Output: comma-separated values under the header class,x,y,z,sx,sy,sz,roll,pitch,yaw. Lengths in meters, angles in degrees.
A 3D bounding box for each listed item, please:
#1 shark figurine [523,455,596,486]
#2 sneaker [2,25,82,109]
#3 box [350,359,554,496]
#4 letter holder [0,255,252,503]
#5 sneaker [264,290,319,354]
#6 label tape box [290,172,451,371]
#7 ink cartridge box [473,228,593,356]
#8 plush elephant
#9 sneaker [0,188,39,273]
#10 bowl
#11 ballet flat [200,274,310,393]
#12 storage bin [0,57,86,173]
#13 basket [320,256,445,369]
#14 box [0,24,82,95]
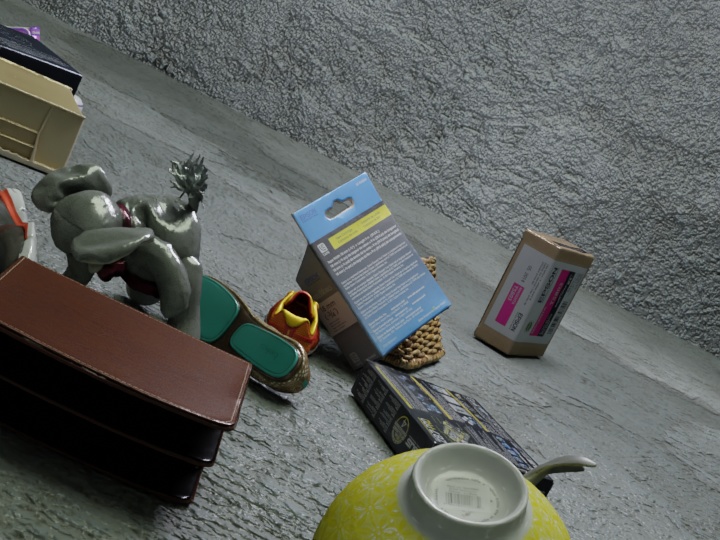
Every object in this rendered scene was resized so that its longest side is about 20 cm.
class,x,y,z,sx,sy,sz,roll,pitch,yaw
shark figurine,0.118,0.238,0.968,0.128,0.215,0.090,1,-37,13
sneaker,-0.553,-0.352,2.117,0.200,0.114,0.073,28,9,-2
box,0.096,0.178,1.340,0.161,0.049,0.200,23,11,-28
letter holder,-0.194,0.091,0.904,0.200,0.101,0.142,26,12,-6
sneaker,-0.071,0.058,1.431,0.073,0.077,0.200,24,9,-7
label tape box,0.000,0.000,1.514,0.144,0.063,0.200,-32,89,-42
ink cartridge box,0.291,0.041,2.065,0.075,0.200,0.165,31,12,28
plush elephant,-0.239,-0.023,1.213,0.154,0.200,0.165,0,31,-28
sneaker,-0.352,-0.018,1.178,0.082,0.077,0.200,-7,23,-21
bowl,0.065,0.184,0.851,0.200,0.108,0.200,7,34,-5
ballet flat,-0.127,0.072,1.303,0.200,0.071,0.065,37,-13,33
storage bin,-0.496,-0.229,1.719,0.198,0.094,0.200,22,12,-24
basket,0.022,0.060,1.690,0.142,0.149,0.200,-5,1,18
box,-0.556,-0.313,1.936,0.148,0.107,0.200,16,16,-44
